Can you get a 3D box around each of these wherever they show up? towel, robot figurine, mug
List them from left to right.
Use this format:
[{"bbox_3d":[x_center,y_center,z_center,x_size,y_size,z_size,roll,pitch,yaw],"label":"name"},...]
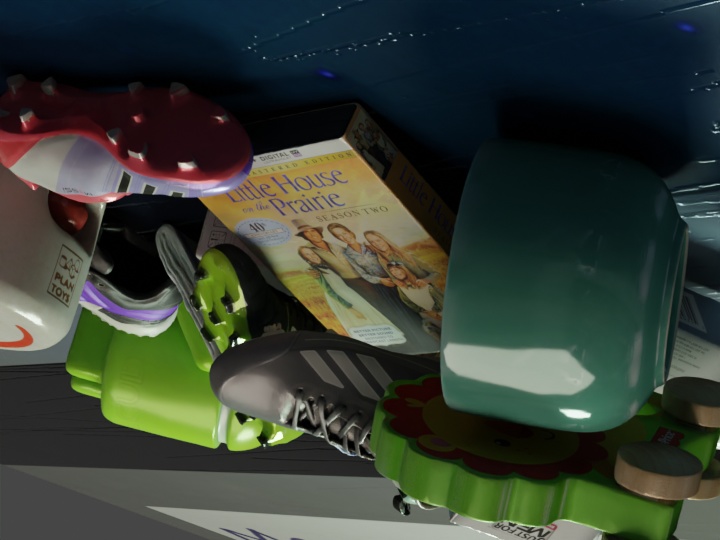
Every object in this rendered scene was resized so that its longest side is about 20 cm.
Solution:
[{"bbox_3d":[-0.140,0.083,1.529,0.198,0.117,0.176,13,156,4],"label":"robot figurine"},{"bbox_3d":[-0.073,0.054,1.376,0.200,0.024,0.147,39,-164,-51],"label":"towel"},{"bbox_3d":[0.119,0.006,1.007,0.113,0.154,0.185,8,-163,14],"label":"mug"}]

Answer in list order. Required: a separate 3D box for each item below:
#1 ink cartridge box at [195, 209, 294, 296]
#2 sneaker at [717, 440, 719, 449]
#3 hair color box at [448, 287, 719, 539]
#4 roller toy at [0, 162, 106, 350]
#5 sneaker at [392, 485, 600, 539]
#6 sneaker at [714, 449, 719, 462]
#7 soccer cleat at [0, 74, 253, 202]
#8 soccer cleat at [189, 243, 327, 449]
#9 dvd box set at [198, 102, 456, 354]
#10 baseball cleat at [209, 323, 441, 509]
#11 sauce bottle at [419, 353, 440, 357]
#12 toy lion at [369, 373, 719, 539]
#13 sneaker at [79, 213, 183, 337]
[{"bbox_3d":[0.000,0.000,1.249,0.198,0.051,0.109,7,161,23],"label":"ink cartridge box"},{"bbox_3d":[0.219,0.070,1.255,0.198,0.071,0.080,16,161,-3],"label":"sneaker"},{"bbox_3d":[0.145,0.093,1.194,0.098,0.061,0.201,23,119,-18],"label":"hair color box"},{"bbox_3d":[-0.270,-0.026,1.237,0.181,0.141,0.200,21,162,-24],"label":"roller toy"},{"bbox_3d":[0.097,0.172,1.412,0.117,0.075,0.200,2,-175,-26],"label":"sneaker"},{"bbox_3d":[0.192,0.102,1.342,0.198,0.091,0.066,8,162,22],"label":"sneaker"},{"bbox_3d":[-0.139,-0.069,1.093,0.199,0.067,0.077,11,145,31],"label":"soccer cleat"},{"bbox_3d":[-0.058,0.039,1.216,0.067,0.081,0.201,43,160,33],"label":"soccer cleat"},{"bbox_3d":[-0.002,-0.018,1.118,0.145,0.030,0.200,-6,139,40],"label":"dvd box set"},{"bbox_3d":[0.005,0.090,1.126,0.198,0.107,0.070,3,134,-4],"label":"baseball cleat"},{"bbox_3d":[0.031,0.056,1.385,0.199,0.067,0.066,17,165,-28],"label":"sauce bottle"},{"bbox_3d":[0.107,0.099,1.055,0.190,0.069,0.200,16,-161,18],"label":"toy lion"},{"bbox_3d":[-0.220,-0.017,1.372,0.198,0.070,0.100,17,156,-14],"label":"sneaker"}]
